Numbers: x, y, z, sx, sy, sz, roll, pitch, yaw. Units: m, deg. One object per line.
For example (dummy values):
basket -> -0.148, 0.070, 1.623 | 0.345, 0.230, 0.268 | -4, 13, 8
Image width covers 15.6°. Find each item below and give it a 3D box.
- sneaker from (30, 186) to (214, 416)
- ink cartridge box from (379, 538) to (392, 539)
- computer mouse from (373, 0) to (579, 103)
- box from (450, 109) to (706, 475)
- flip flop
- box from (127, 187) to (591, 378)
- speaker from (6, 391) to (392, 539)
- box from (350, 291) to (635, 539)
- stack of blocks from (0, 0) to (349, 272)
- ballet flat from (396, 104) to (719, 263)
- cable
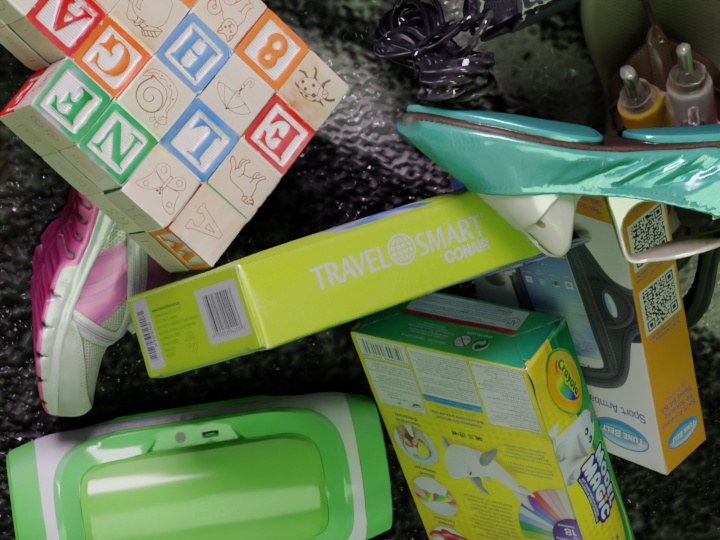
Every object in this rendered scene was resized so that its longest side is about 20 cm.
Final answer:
sneaker -> -0.114, -0.008, 1.331 | 0.088, 0.081, 0.201 | 12, 118, -16
ink cartridge box -> -0.064, 0.228, 1.442 | 0.199, 0.147, 0.083 | -6, 120, -9
computer mouse -> 0.098, -0.155, 1.268 | 0.053, 0.139, 0.200 | 42, 95, -21
box -> 0.114, 0.021, 1.372 | 0.041, 0.119, 0.201 | -35, 127, -33
flip flop -> 0.154, -0.087, 1.349 | 0.081, 0.058, 0.201 | -6, 121, -7
box -> 0.000, 0.000, 1.292 | 0.199, 0.122, 0.048 | -18, 91, -33
speaker -> -0.086, 0.118, 1.410 | 0.199, 0.089, 0.089 | -8, 122, -6
box -> 0.078, 0.103, 1.411 | 0.117, 0.048, 0.201 | 12, 135, 35
stack of blocks -> -0.117, -0.107, 1.233 | 0.200, 0.059, 0.115 | 43, 72, -17
ballet flat -> 0.115, -0.039, 1.242 | 0.199, 0.067, 0.071 | 3, 97, -4
cable -> 0.179, -0.040, 1.346 | 0.096, 0.051, 0.200 | -1, 146, 3
